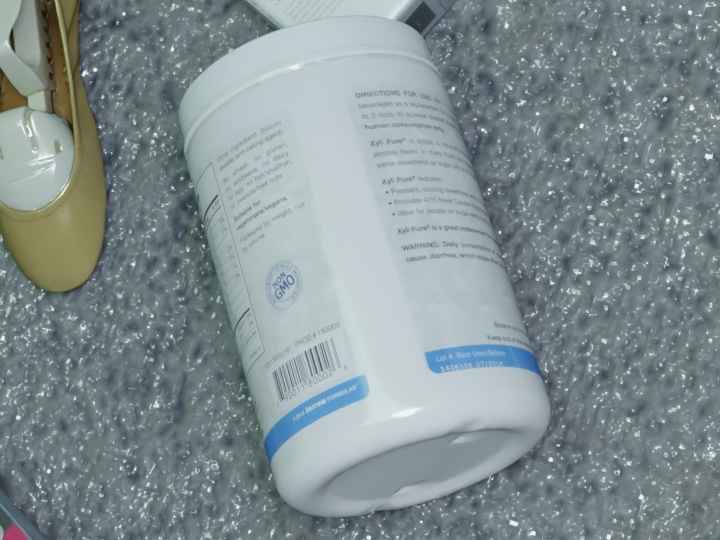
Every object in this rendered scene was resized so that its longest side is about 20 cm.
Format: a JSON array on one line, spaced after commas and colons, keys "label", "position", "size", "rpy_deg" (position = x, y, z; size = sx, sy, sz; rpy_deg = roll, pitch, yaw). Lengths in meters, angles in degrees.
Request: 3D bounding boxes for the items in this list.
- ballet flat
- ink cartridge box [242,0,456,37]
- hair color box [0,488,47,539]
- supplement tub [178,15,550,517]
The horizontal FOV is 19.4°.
[{"label": "ballet flat", "position": [-0.176, -0.088, 1.095], "size": [0.068, 0.063, 0.202], "rpy_deg": [-15, 71, 15]}, {"label": "ink cartridge box", "position": [0.003, -0.215, 1.079], "size": [0.200, 0.044, 0.173], "rpy_deg": [-48, 65, 2]}, {"label": "hair color box", "position": [-0.220, 0.133, 1.023], "size": [0.099, 0.061, 0.200], "rpy_deg": [-46, 53, -7]}, {"label": "supplement tub", "position": [0.000, 0.000, 0.972], "size": [0.131, 0.132, 0.201], "rpy_deg": [-21, 69, 13]}]
